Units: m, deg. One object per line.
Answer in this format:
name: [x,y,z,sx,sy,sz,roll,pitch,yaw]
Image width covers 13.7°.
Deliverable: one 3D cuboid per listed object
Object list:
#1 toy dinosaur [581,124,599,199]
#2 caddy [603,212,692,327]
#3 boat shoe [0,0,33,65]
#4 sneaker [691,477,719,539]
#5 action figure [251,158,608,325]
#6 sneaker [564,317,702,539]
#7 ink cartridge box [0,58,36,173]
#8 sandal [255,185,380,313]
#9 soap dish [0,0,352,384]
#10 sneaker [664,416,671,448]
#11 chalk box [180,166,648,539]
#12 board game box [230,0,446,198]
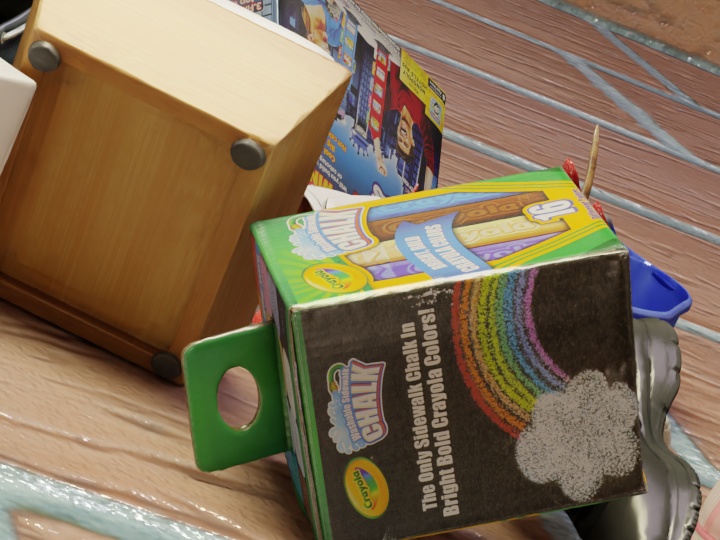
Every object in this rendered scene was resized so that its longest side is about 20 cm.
toy dinosaur: [0.073,0.013,1.685,0.199,0.107,0.060,-27,42,-20]
caddy: [0.125,0.012,1.827,0.141,0.105,0.200,28,12,11]
boat shoe: [-0.254,-0.124,1.661,0.199,0.062,0.075,-11,37,-34]
sneaker: [0.280,0.144,1.585,0.199,0.105,0.075,25,10,-5]
action figure: [0.034,-0.003,1.625,0.052,0.199,0.066,72,-8,-49]
sneaker: [0.112,0.091,1.474,0.090,0.076,0.200,19,34,-17]
ink cartridge box: [-0.277,-0.082,1.402,0.200,0.126,0.128,34,16,36]
sandal: [0.001,-0.008,1.712,0.059,0.080,0.206,0,-5,33]
soap dish: [-0.109,-0.047,1.453,0.157,0.200,0.081,26,41,2]
sneaker: [0.064,0.057,1.594,0.199,0.077,0.111,14,16,-36]
chalk box: [0.017,0.042,1.366,0.199,0.126,0.124,-9,20,-7]
board game box: [-0.030,-0.069,1.800,0.061,0.201,0.200,-14,-37,31]
